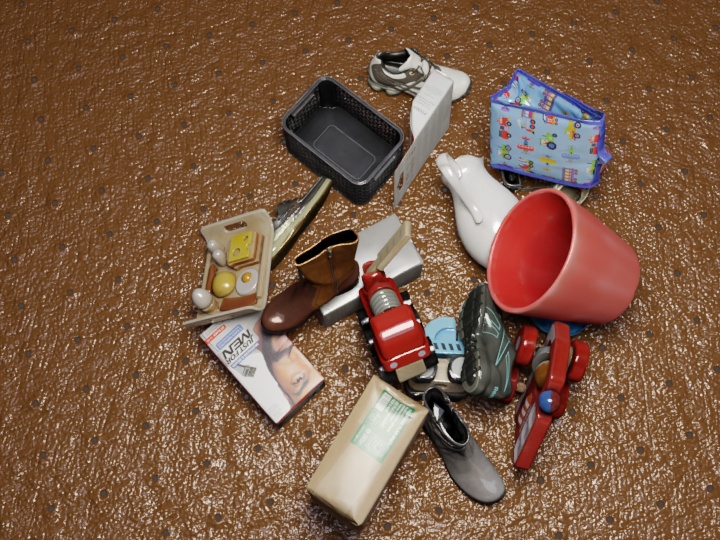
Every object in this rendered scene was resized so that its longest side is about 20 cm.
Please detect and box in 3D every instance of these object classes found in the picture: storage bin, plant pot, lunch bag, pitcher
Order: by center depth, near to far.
[{"bbox_3d":[0.328,-0.006,1.316,0.176,0.200,0.203,20,70,-27],"label":"plant pot"},{"bbox_3d":[0.319,-0.218,1.379,0.199,0.151,0.094,29,60,28],"label":"lunch bag"},{"bbox_3d":[0.203,-0.106,1.429,0.121,0.171,0.202,-34,70,24],"label":"pitcher"},{"bbox_3d":[-0.031,-0.234,1.513,0.199,0.094,0.135,38,76,13],"label":"storage bin"}]

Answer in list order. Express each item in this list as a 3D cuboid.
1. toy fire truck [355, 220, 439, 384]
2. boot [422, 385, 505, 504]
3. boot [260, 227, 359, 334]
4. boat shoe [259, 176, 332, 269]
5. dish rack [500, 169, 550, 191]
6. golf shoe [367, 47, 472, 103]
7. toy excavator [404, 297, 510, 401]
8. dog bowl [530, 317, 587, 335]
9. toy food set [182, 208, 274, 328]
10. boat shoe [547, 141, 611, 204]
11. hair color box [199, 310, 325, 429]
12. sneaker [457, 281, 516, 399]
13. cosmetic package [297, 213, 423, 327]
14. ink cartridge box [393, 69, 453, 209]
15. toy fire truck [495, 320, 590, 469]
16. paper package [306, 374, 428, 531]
[{"bbox_3d":[0.052,0.045,1.291,0.127,0.201,0.177,-21,41,-1],"label":"toy fire truck"},{"bbox_3d":[0.158,0.281,1.318,0.070,0.132,0.200,-39,75,-12],"label":"boot"},{"bbox_3d":[-0.081,0.022,1.287,0.186,0.200,0.069,-23,75,-5],"label":"boot"},{"bbox_3d":[-0.125,-0.094,1.479,0.065,0.073,0.201,36,76,7],"label":"boat shoe"},{"bbox_3d":[0.344,-0.221,1.523,0.197,0.055,0.156,-5,73,-2],"label":"dish rack"},{"bbox_3d":[0.112,-0.363,1.553,0.197,0.095,0.079,5,70,1],"label":"golf shoe"},{"bbox_3d":[0.166,0.109,1.402,0.191,0.100,0.203,3,63,0],"label":"toy excavator"},{"bbox_3d":[0.355,0.024,1.444,0.110,0.050,0.202,21,74,8],"label":"dog bowl"},{"bbox_3d":[-0.226,-0.004,1.409,0.142,0.060,0.202,-15,54,25],"label":"toy food set"},{"bbox_3d":[0.367,-0.145,1.459,0.071,0.063,0.200,41,98,-22],"label":"boat shoe"},{"bbox_3d":[-0.163,0.151,1.403,0.111,0.064,0.200,-42,77,-13],"label":"hair color box"},{"bbox_3d":[0.201,0.114,1.323,0.078,0.075,0.202,18,55,-19],"label":"sneaker"},{"bbox_3d":[0.000,0.000,1.440,0.198,0.090,0.108,-25,73,-10],"label":"cosmetic package"},{"bbox_3d":[0.095,-0.228,1.471,0.057,0.163,0.201,34,75,13],"label":"ink cartridge box"},{"bbox_3d":[0.284,0.190,1.306,0.111,0.202,0.169,16,34,-1],"label":"toy fire truck"},{"bbox_3d":[0.010,0.287,1.288,0.103,0.191,0.201,31,74,9],"label":"paper package"}]
